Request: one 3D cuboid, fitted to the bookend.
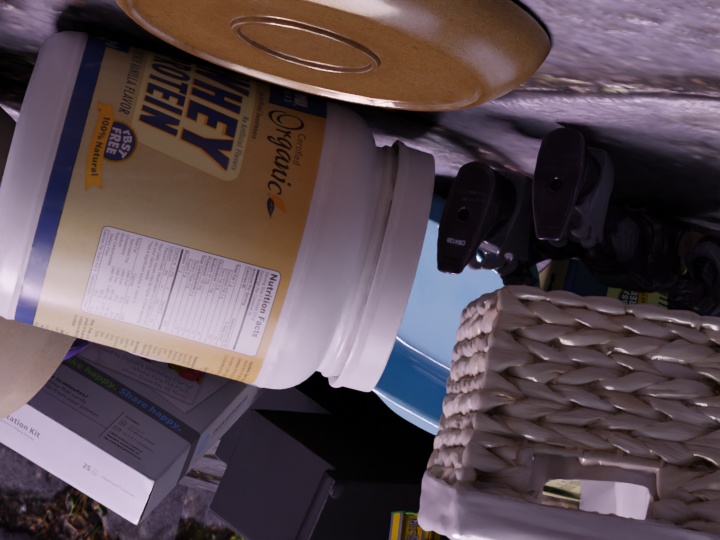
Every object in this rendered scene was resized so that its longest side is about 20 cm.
[{"bbox_3d":[-0.035,0.135,1.769,0.198,0.092,0.200,33,-165,37],"label":"bookend"}]

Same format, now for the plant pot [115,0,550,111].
[{"bbox_3d":[-0.021,-0.104,1.113,0.199,0.028,0.200,15,170,3],"label":"plant pot"}]

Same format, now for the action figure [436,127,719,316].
[{"bbox_3d":[0.116,-0.013,1.325,0.130,0.070,0.200,-2,168,31],"label":"action figure"}]

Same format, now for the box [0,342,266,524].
[{"bbox_3d":[-0.152,0.058,1.661,0.156,0.041,0.200,31,-147,9],"label":"box"}]

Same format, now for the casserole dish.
[{"bbox_3d":[0.047,0.023,1.504,0.121,0.039,0.200,29,147,15],"label":"casserole dish"}]

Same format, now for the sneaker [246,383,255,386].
[{"bbox_3d":[-0.046,0.039,1.670,0.199,0.085,0.074,14,148,-33],"label":"sneaker"}]

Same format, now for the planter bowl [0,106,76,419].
[{"bbox_3d":[-0.230,0.001,1.449,0.135,0.201,0.200,33,162,-30],"label":"planter bowl"}]

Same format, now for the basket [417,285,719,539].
[{"bbox_3d":[0.106,0.078,1.311,0.135,0.124,0.200,9,176,-3],"label":"basket"}]

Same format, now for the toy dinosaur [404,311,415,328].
[{"bbox_3d":[0.000,0.000,1.608,0.101,0.058,0.200,7,168,44],"label":"toy dinosaur"}]

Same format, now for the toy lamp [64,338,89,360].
[{"bbox_3d":[-0.153,-0.004,1.529,0.058,0.058,0.200,18,140,-23],"label":"toy lamp"}]

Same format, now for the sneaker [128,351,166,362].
[{"bbox_3d":[-0.079,-0.014,1.423,0.071,0.099,0.200,33,-159,17],"label":"sneaker"}]

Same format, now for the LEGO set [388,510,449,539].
[{"bbox_3d":[0.101,0.208,1.591,0.153,0.116,0.200,16,165,-36],"label":"LEGO set"}]

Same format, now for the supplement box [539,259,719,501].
[{"bbox_3d":[0.192,0.081,1.553,0.199,0.135,0.200,15,171,-2],"label":"supplement box"}]

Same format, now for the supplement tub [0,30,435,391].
[{"bbox_3d":[-0.075,-0.025,1.300,0.199,0.145,0.144,15,171,-7],"label":"supplement tub"}]
